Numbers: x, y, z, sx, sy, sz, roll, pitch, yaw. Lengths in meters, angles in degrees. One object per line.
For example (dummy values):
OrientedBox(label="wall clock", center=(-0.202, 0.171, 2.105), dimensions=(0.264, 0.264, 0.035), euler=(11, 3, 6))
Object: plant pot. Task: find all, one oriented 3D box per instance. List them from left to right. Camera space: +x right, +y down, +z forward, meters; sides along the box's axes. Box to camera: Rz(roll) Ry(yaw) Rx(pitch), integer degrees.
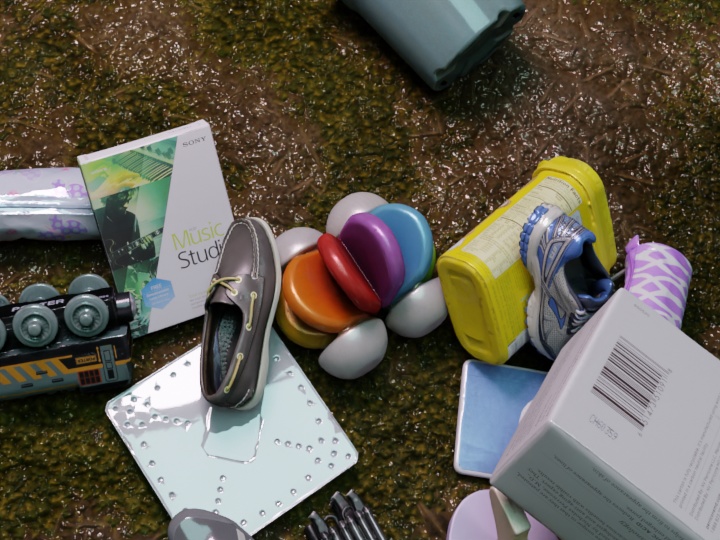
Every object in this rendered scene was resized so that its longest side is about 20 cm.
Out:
OrientedBox(label="plant pot", center=(0.083, -0.338, 1.422), dimensions=(0.199, 0.200, 0.197), euler=(-36, 82, -20))

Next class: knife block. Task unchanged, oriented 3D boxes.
OrientedBox(label="knife block", center=(0.013, 0.327, 1.191), dimensions=(0.063, 0.175, 0.202), euler=(-26, 117, -16))

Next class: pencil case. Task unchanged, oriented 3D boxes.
OrientedBox(label="pencil case", center=(-0.338, -0.070, 1.296), dimensions=(0.196, 0.091, 0.085), euler=(-1, 110, -6))
OrientedBox(label="pencil case", center=(0.310, 0.058, 1.307), dimensions=(0.085, 0.084, 0.201), euler=(30, 48, -2))

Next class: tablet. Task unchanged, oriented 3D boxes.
OrientedBox(label="tablet", center=(0.203, 0.174, 1.300), dimensions=(0.197, 0.014, 0.132), euler=(10, 66, -3))

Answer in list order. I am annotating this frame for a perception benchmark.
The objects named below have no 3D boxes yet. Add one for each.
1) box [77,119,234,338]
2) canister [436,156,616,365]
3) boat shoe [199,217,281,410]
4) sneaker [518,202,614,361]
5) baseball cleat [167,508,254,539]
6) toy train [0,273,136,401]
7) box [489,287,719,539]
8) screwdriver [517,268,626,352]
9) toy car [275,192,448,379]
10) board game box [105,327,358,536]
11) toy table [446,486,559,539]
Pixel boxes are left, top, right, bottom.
OrientedBox(label="box", center=(-0.206, -0.044, 1.265), dimensions=(0.142, 0.036, 0.203), euler=(-19, 110, -15))
OrientedBox(label="canister", center=(0.183, -0.010, 1.297), dimensions=(0.199, 0.150, 0.086), euler=(-38, 37, -28))
OrientedBox(label="boat shoe", center=(-0.129, 0.040, 1.229), dimensions=(0.071, 0.060, 0.205), euler=(-4, 78, 32))
OrientedBox(label="sneaker", center=(0.220, 0.030, 1.226), dimensions=(0.077, 0.202, 0.085), euler=(-39, 41, -25))
OrientedBox(label="baseball cleat", center=(-0.103, 0.304, 1.137), dimensions=(0.200, 0.106, 0.070), euler=(42, 77, -3))
OrientedBox(label="toy train", center=(-0.325, 0.077, 1.223), dimensions=(0.197, 0.085, 0.116), euler=(-10, 111, -7))
OrientedBox(label="box", center=(0.262, 0.166, 1.132), dimensions=(0.199, 0.131, 0.199), euler=(37, 50, 3))
OrientedBox(label="screwdriver", center=(0.233, 0.040, 1.356), dimensions=(0.199, 0.028, 0.029), euler=(-35, 103, -19))
OrientedBox(label="toy car", center=(0.000, 0.000, 1.275), dimensions=(0.198, 0.150, 0.176), euler=(-30, 73, -19))
OrientedBox(label="board game box", center=(-0.135, 0.174, 1.249), dimensions=(0.199, 0.026, 0.201), euler=(-31, 74, -19))
OrientedBox(label="toy table", center=(0.165, 0.307, 1.181), dimensions=(0.183, 0.117, 0.201), euler=(-33, 75, -19))
